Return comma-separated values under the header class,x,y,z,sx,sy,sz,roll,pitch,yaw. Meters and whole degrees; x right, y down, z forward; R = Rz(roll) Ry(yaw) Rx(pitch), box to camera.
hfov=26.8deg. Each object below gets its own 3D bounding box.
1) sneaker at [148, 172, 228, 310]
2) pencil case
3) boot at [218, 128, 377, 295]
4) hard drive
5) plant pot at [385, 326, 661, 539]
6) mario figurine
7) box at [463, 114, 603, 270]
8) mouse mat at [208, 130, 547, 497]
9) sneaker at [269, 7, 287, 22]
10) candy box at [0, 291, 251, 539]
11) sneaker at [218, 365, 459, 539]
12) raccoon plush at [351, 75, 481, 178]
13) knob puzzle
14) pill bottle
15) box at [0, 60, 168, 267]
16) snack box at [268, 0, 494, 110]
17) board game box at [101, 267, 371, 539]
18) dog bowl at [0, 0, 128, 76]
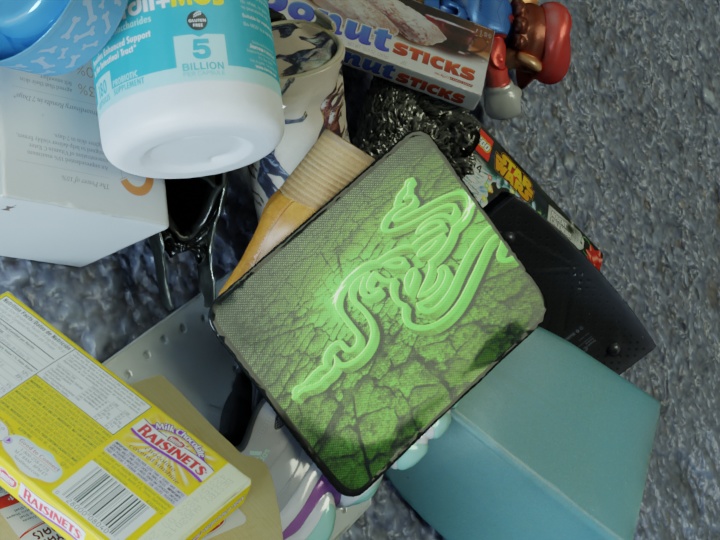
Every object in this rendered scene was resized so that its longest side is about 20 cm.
class,x,y,z,sx,sy,sz,roll,pitch,yaw
sneaker,-0.114,-0.083,0.995,0.060,0.104,0.201,2,110,-18
pencil case,-0.037,-0.078,1.071,0.089,0.078,0.201,-39,135,-37
boot,0.000,0.000,1.050,0.201,0.071,0.144,27,97,-42
hard drive,0.137,0.032,1.242,0.200,0.135,0.042,43,16,-27
plant pot,0.102,0.124,1.161,0.200,0.141,0.142,37,50,-20
mario figurine,0.100,-0.211,1.353,0.199,0.106,0.124,19,97,-30
box,0.129,-0.019,1.315,0.200,0.040,0.137,43,47,-28
mouse mat,0.016,0.027,0.985,0.200,0.008,0.161,-42,103,-19
sneaker,-0.111,-0.184,1.089,0.111,0.077,0.201,-32,103,-42
candy box,-0.170,0.095,0.875,0.200,0.027,0.102,35,38,16
sneaker,-0.029,0.086,1.001,0.200,0.078,0.140,-43,107,-24
raccoon plush,0.001,-0.118,1.208,0.133,0.097,0.200,-16,62,-37
knob puzzle,-0.133,0.155,0.869,0.218,0.031,0.220,11,36,-8
pill bottle,-0.112,-0.165,0.912,0.110,0.110,0.201,5,71,-46
box,-0.204,-0.116,0.950,0.124,0.097,0.201,10,67,-45
snack box,0.006,-0.191,1.191,0.199,0.024,0.072,19,57,-7
board game box,-0.096,0.126,1.025,0.200,0.026,0.201,-38,103,-47
dog bowl,-0.179,-0.201,0.862,0.050,0.111,0.201,27,55,-52
